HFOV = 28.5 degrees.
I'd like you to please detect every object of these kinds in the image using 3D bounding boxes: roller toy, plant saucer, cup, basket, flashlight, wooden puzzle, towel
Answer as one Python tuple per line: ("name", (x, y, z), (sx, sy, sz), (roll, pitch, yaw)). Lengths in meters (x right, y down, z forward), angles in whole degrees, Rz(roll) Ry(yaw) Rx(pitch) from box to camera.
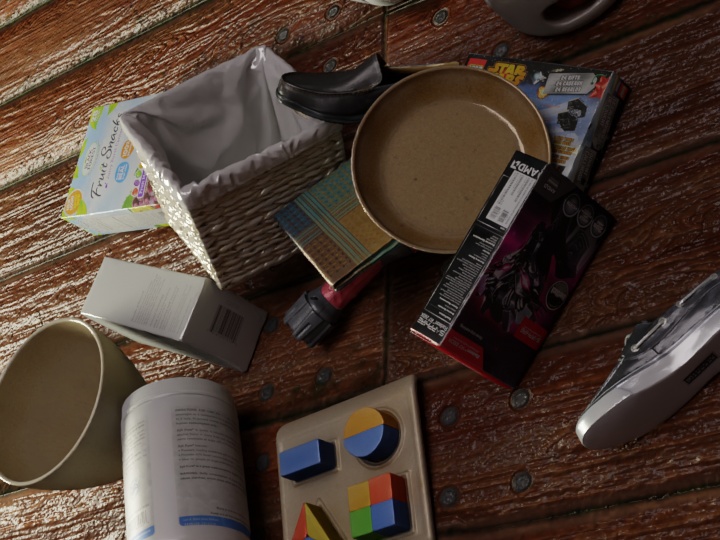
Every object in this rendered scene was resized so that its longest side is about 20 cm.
("roller toy", (0.193, -0.354, 1.490), (0.200, 0.140, 0.183), (12, 76, 44))
("plant saucer", (0.091, -0.107, 1.416), (0.199, 0.035, 0.201), (-3, 71, 8))
("cup", (-0.318, 0.173, 1.654), (0.200, 0.143, 0.201), (-20, 56, 33))
("basket", (-0.133, -0.114, 1.584), (0.199, 0.161, 0.198), (-27, 42, -15))
("flashlight", (0.000, 0.000, 1.521), (0.200, 0.068, 0.068), (-45, 47, 12))
("wooden puzzle", (-0.016, 0.215, 1.430), (0.185, 0.046, 0.201), (-25, 53, 31))
("towel", (0.020, -0.076, 1.476), (0.200, 0.022, 0.147), (-37, 45, -5))

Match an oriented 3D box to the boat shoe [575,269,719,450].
("boat shoe", (0.262, 0.075, 1.240), (0.200, 0.072, 0.068), (-43, 47, 12))

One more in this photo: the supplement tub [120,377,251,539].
("supplement tub", (-0.188, 0.231, 1.514), (0.132, 0.132, 0.201), (-30, 50, 27))

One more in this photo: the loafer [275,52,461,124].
("loafer", (0.012, -0.195, 1.478), (0.073, 0.199, 0.073), (-95, 10, -56))

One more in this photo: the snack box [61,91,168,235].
("snack box", (-0.289, -0.140, 1.858), (0.199, 0.068, 0.169), (-7, 64, 42))

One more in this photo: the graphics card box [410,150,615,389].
("graphics card box", (0.147, 0.002, 1.345), (0.051, 0.125, 0.200), (28, 87, 48))

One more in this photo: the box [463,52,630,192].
("box", (0.168, -0.149, 1.472), (0.200, 0.040, 0.137), (17, 81, 46))

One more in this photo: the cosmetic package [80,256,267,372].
("cosmetic package", (-0.220, 0.049, 1.660), (0.200, 0.113, 0.081), (8, 73, 46))

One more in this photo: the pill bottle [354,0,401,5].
("pill bottle", (0.006, -0.377, 1.691), (0.200, 0.112, 0.113), (21, 82, 46))
